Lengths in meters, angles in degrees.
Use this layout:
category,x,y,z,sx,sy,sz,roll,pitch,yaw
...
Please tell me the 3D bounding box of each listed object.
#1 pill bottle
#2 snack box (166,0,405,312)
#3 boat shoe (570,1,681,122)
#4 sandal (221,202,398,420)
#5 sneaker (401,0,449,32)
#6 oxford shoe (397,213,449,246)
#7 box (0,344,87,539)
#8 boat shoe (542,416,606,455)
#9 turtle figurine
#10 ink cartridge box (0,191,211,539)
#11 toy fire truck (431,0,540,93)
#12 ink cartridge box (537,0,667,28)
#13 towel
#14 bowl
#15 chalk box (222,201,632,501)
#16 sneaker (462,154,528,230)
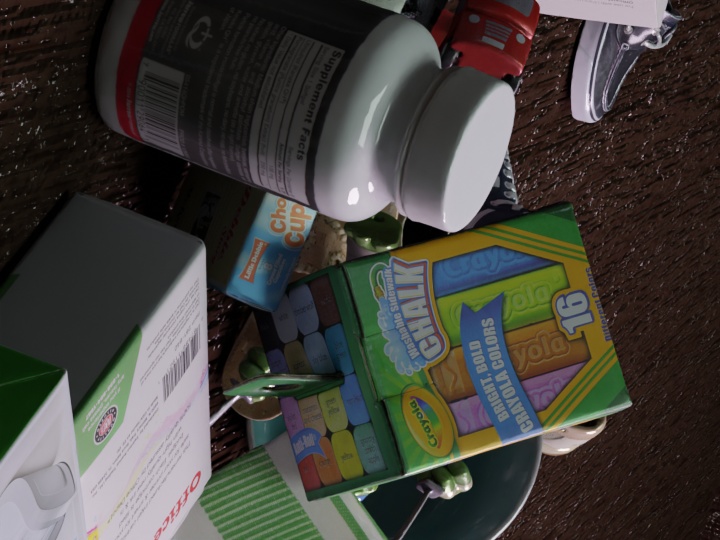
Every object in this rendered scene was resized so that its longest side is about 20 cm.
category,x,y,z,sx,sy,sz,roll,pitch,yaw
pill bottle,-0.027,-0.091,1.435,0.111,0.200,0.111,-55,157,-36
snack box,-0.045,-0.083,1.553,0.116,0.037,0.200,23,-89,64
boat shoe,0.230,-0.211,2.293,0.072,0.068,0.200,-14,124,-69
sandal,-0.035,0.003,1.729,0.070,0.078,0.212,-45,158,-74
sneaker,0.016,-0.143,1.611,0.114,0.075,0.200,-83,-161,-48
oxford shoe,0.000,0.000,1.788,0.070,0.075,0.200,30,95,-49
box,-0.222,0.155,1.325,0.200,0.097,0.177,-55,156,-39
boat shoe,0.092,0.052,1.979,0.072,0.200,0.065,-49,-175,-22
turtle figurine,0.004,0.076,1.680,0.200,0.144,0.194,-9,125,-49
ink cartridge box,-0.148,0.084,1.477,0.145,0.084,0.200,-56,159,-37
toy fire truck,0.064,-0.133,1.696,0.200,0.049,0.141,123,-12,-57
ink cartridge box,0.133,-0.272,1.766,0.200,0.144,0.147,75,29,-63
towel,-0.077,0.196,1.608,0.200,0.153,0.023,-33,-163,3
bowl,0.015,0.116,1.878,0.201,0.201,0.105,-62,180,-21
chalk box,0.025,0.052,1.546,0.200,0.124,0.125,-16,177,-26
sneaker,0.095,-0.051,1.956,0.070,0.108,0.200,81,25,-47
